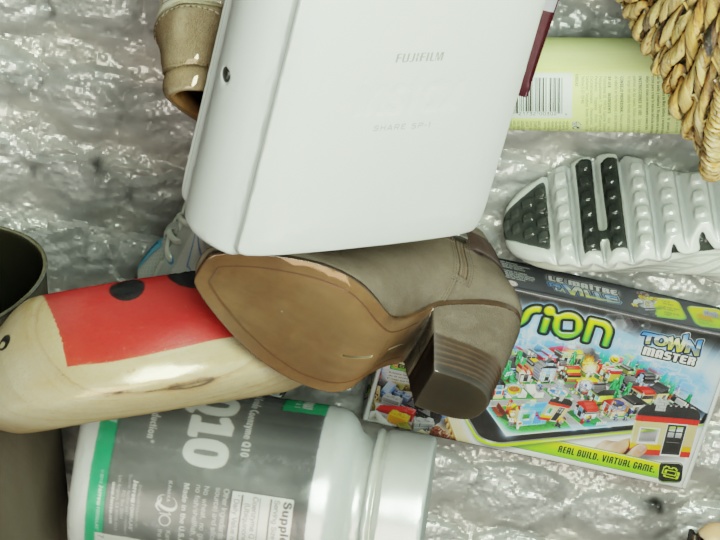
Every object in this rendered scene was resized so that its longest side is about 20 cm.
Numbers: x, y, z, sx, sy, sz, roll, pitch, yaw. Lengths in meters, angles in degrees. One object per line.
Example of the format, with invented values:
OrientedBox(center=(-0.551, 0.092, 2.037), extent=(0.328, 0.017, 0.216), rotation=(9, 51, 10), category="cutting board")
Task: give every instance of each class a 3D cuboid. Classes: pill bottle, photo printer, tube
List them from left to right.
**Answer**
OrientedBox(center=(-0.061, 0.128, 1.477), extent=(0.199, 0.113, 0.114), rotation=(8, 119, 4), category="pill bottle")
OrientedBox(center=(0.008, -0.110, 1.239), extent=(0.166, 0.069, 0.201), rotation=(-6, 123, -37), category="photo printer")
OrientedBox(center=(0.165, -0.100, 1.394), extent=(0.199, 0.058, 0.052), rotation=(2, 91, 8), category="tube")

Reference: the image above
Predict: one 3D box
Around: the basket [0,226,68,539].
OrientedBox(center=(-0.243, 0.093, 1.486), extent=(0.179, 0.136, 0.201), rotation=(-7, 122, 11), category="basket")

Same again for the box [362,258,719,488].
OrientedBox(center=(0.110, 0.055, 1.508), extent=(0.199, 0.035, 0.111), rotation=(12, 118, -5), category="box")

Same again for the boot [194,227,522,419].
OrientedBox(center=(0.000, 0.000, 1.384), extent=(0.199, 0.147, 0.070), rotation=(29, 122, -22), category="boot")

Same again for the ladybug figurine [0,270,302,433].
OrientedBox(center=(-0.111, 0.041, 1.388), extent=(0.199, 0.136, 0.072), rotation=(-8, 87, -18), category="ladybug figurine")

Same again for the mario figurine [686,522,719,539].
OrientedBox(center=(0.233, 0.160, 1.511), extent=(0.106, 0.124, 0.200), rotation=(46, 123, -6), category="mario figurine")

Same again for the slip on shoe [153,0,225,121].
OrientedBox(center=(-0.047, -0.080, 1.326), extent=(0.076, 0.061, 0.200), rotation=(-3, 156, 20), category="slip on shoe")

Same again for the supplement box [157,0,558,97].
OrientedBox(center=(0.005, -0.169, 1.316), extent=(0.199, 0.061, 0.109), rotation=(13, 118, -8), category="supplement box")

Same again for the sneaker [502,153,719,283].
OrientedBox(center=(0.180, -0.022, 1.447), extent=(0.199, 0.075, 0.081), rotation=(-5, 146, 13), category="sneaker")

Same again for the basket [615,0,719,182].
OrientedBox(center=(0.238, -0.156, 1.260), extent=(0.199, 0.143, 0.150), rotation=(-29, 93, -23), category="basket")

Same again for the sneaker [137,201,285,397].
OrientedBox(center=(-0.086, -0.016, 1.456), extent=(0.086, 0.075, 0.201), rotation=(2, 119, 7), category="sneaker")
